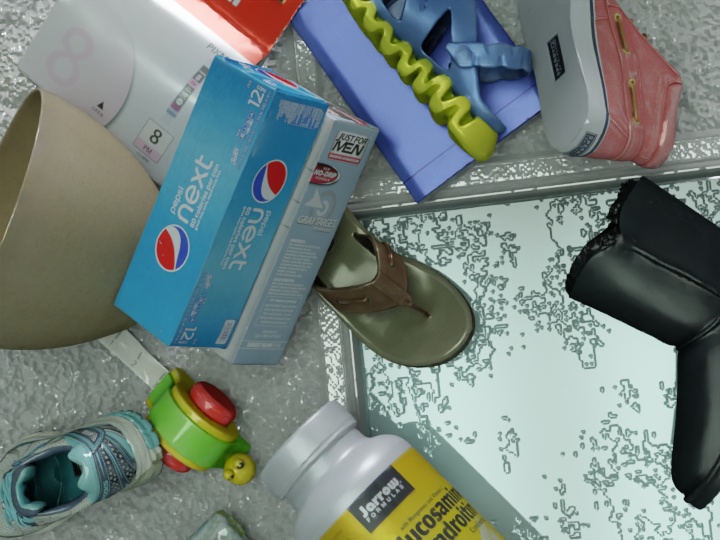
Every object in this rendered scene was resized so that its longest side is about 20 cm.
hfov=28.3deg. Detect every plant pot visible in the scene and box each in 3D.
[{"bbox_3d":[-0.221,-0.022,1.097,0.134,0.200,0.201,21,93,-22],"label":"plant pot"}]

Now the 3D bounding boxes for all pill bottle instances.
[{"bbox_3d":[0.023,0.195,1.055,0.200,0.112,0.112,44,97,9],"label":"pill bottle"}]

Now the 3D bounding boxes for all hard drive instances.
[{"bbox_3d":[0.041,-0.172,1.113,0.132,0.025,0.200,-36,82,9],"label":"hard drive"}]

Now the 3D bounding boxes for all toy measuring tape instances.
[{"bbox_3d":[-0.159,0.097,1.125,0.200,0.074,0.074,43,97,9],"label":"toy measuring tape"}]

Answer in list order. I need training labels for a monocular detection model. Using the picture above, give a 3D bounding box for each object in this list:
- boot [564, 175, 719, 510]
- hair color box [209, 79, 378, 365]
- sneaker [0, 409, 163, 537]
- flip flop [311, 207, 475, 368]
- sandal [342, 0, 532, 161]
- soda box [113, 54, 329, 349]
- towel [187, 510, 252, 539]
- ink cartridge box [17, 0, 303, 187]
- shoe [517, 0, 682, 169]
[{"bbox_3d":[0.222,0.050,1.042,0.168,0.076,0.201,26,87,8],"label":"boot"},{"bbox_3d":[-0.074,-0.039,1.086,0.099,0.061,0.201,32,106,33],"label":"hair color box"},{"bbox_3d":[-0.250,0.163,1.113,0.200,0.086,0.078,-29,85,34],"label":"sneaker"},{"bbox_3d":[0.000,0.000,1.100,0.200,0.058,0.081,43,93,13],"label":"flip flop"},{"bbox_3d":[0.054,-0.180,1.064,0.087,0.079,0.200,-41,90,4],"label":"sandal"},{"bbox_3d":[-0.101,-0.047,1.029,0.068,0.064,0.201,33,105,33],"label":"soda box"},{"bbox_3d":[-0.102,0.318,1.121,0.171,0.048,0.200,-45,81,4],"label":"towel"},{"bbox_3d":[-0.156,-0.192,1.131,0.162,0.057,0.200,39,109,11],"label":"ink cartridge box"},{"bbox_3d":[0.179,-0.168,1.068,0.091,0.071,0.201,10,61,-29],"label":"shoe"}]
